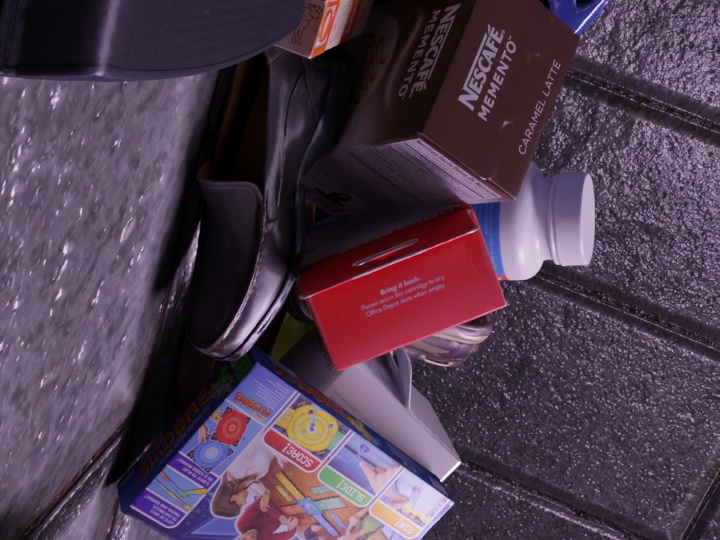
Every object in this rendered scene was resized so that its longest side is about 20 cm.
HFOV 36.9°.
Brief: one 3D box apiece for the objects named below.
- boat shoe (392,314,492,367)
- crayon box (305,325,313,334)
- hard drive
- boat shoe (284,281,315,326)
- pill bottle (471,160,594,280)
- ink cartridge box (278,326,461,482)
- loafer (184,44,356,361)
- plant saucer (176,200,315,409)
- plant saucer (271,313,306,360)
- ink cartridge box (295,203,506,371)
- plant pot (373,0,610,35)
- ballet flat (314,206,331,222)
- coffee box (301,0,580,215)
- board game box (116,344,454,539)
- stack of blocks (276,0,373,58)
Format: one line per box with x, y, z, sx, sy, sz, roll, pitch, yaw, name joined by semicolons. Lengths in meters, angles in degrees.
0.015;0.044;0.948;0.075;0.198;0.074;-86;-165;-58;boat shoe
-0.022;0.045;1.071;0.127;0.050;0.202;119;-18;-58;crayon box
-0.058;-0.140;0.418;0.200;0.042;0.136;-43;154;-65;hard drive
0.000;0.000;0.879;0.199;0.068;0.073;-20;103;-46;boat shoe
0.110;-0.047;0.994;0.112;0.198;0.114;1;90;-69;pill bottle
-0.024;0.139;0.851;0.200;0.125;0.129;-44;-162;5;ink cartridge box
-0.070;-0.046;0.631;0.072;0.072;0.202;12;95;-50;loafer
-0.089;0.030;0.803;0.200;0.036;0.202;23;90;-84;plant saucer
-0.097;0.106;1.000;0.200;0.031;0.202;22;90;-85;plant saucer
0.023;-0.001;0.703;0.200;0.115;0.068;-96;164;-76;ink cartridge box
0.100;-0.238;0.825;0.181;0.199;0.200;-63;176;27;plant pot
-0.023;-0.063;0.946;0.201;0.067;0.071;109;-6;-59;ballet flat
0.027;-0.105;0.682;0.199;0.079;0.115;-1;-118;57;coffee box
-0.047;0.155;0.747;0.136;0.200;0.034;-47;-151;6;board game box
-0.010;-0.196;0.606;0.200;0.058;0.116;-53;164;-66;stack of blocks
